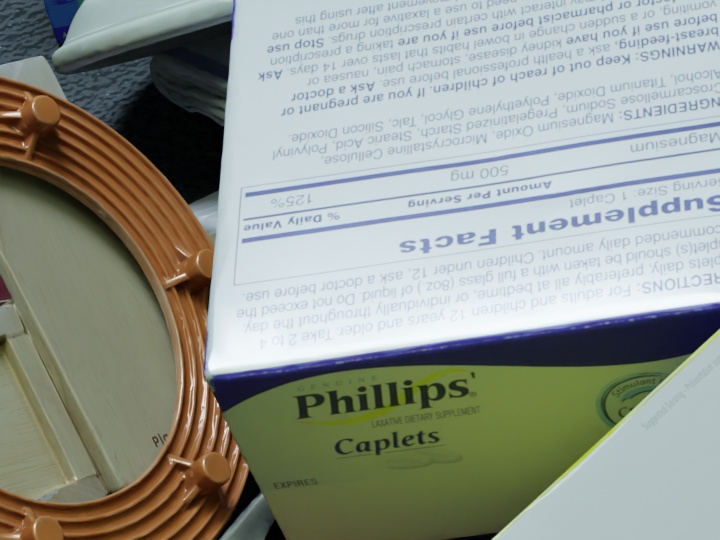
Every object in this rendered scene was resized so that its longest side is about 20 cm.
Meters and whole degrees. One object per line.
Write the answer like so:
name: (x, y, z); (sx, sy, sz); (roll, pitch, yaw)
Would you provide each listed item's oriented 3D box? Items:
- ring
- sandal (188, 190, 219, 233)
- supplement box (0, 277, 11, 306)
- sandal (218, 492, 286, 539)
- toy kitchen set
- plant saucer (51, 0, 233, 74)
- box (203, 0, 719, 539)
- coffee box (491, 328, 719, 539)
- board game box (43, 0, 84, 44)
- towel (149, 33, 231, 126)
ring: (-0.112, 0.018, 0.988); (0.019, 0.200, 0.200); (-34, 25, 42)
sandal: (0.006, -0.003, 1.147); (0.079, 0.059, 0.207); (-28, 21, -34)
supplement box: (-0.224, 0.010, 1.188); (0.200, 0.061, 0.109); (-8, 42, 6)
sandal: (-0.045, 0.129, 1.016); (0.048, 0.075, 0.200); (39, 68, 5)
toy kitchen set: (-0.167, 0.036, 1.076); (0.180, 0.163, 0.200); (-31, -6, 38)
plant saucer: (-0.040, -0.133, 1.216); (0.200, 0.050, 0.200); (-15, 4, 1)
box: (0.052, -0.016, 0.983); (0.184, 0.105, 0.200); (-8, 46, 11)
coffee box: (0.101, 0.153, 0.789); (0.200, 0.200, 0.198); (-39, 79, -26)
board game box: (-0.090, -0.206, 1.277); (0.152, 0.200, 0.045); (-13, 42, 2)
towel: (0.023, -0.094, 1.206); (0.200, 0.024, 0.147); (-17, 20, -22)
